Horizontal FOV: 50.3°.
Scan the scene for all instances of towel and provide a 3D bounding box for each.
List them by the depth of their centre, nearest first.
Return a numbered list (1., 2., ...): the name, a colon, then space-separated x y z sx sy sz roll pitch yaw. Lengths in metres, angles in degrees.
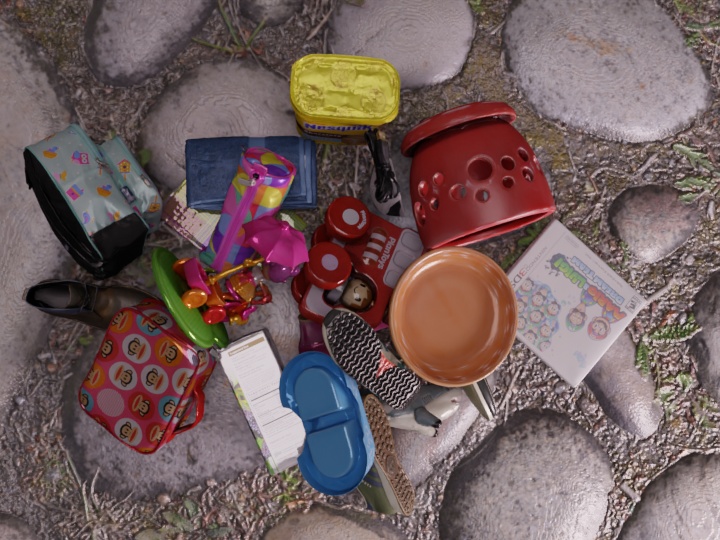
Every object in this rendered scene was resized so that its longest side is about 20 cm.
1. towel: -0.165 -0.146 1.150 0.199 0.049 0.112 -2 88 -4
2. towel: -0.198 -0.083 1.182 0.200 0.023 0.144 39 86 -3

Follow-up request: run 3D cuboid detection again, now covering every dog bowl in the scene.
1. dog bowl: -0.043 0.212 1.082 0.111 0.050 0.201 -21 79 24

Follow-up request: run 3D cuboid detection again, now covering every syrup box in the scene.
1. syrup box: -0.138 0.192 1.151 0.081 0.079 0.201 -25 91 -4

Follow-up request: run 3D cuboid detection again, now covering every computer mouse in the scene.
1. computer mouse: 0.033 -0.123 1.113 0.044 0.200 0.110 -15 75 3

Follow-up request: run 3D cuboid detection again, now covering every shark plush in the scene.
1. shark plush: 0.054 0.201 1.191 0.199 0.091 0.084 5 68 16

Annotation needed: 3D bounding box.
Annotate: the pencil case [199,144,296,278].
1. pencil case: -0.163 -0.080 1.090 0.088 0.088 0.201 25 120 -3

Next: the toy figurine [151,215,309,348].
1. toy figurine: -0.151 0.008 1.041 0.183 0.200 0.151 -27 56 4

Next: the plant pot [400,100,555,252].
1. plant pot: 0.164 -0.139 1.121 0.199 0.200 0.183 -16 87 -4

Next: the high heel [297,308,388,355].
1. high heel: 0.002 0.098 1.180 0.199 0.067 0.096 -12 115 -15

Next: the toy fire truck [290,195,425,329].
1. toy fire truck: 0.000 0.000 1.126 0.167 0.112 0.201 26 62 -6

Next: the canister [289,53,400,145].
1. canister: -0.026 -0.239 1.107 0.148 0.200 0.087 3 88 -4

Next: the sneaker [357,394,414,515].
1. sneaker: 0.007 0.281 1.146 0.089 0.067 0.201 -12 108 30

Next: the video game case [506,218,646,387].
1. video game case: 0.322 0.051 1.214 0.200 0.024 0.182 41 87 -2

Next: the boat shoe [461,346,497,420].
1. boat shoe: 0.171 0.130 1.177 0.066 0.075 0.200 -28 86 -12

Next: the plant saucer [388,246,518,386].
1. plant saucer: 0.132 0.066 1.110 0.199 0.037 0.201 0 89 -16

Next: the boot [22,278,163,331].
1. boot: -0.392 0.053 1.127 0.199 0.097 0.075 7 88 -4

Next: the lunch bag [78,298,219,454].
1. lunch bag: -0.298 0.160 1.107 0.176 0.082 0.201 34 108 8

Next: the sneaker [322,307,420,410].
1. sneaker: -0.001 0.119 1.082 0.070 0.093 0.200 -50 122 -10

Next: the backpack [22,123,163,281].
1. backpack: -0.382 -0.109 1.096 0.153 0.176 0.200 -42 91 -21
